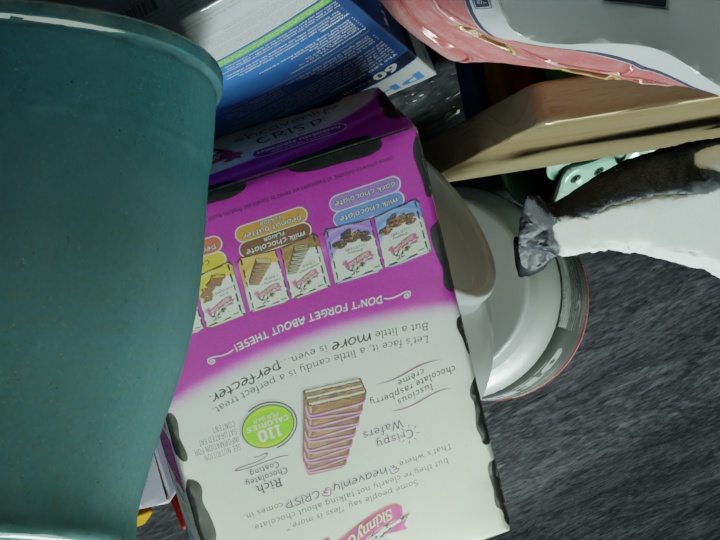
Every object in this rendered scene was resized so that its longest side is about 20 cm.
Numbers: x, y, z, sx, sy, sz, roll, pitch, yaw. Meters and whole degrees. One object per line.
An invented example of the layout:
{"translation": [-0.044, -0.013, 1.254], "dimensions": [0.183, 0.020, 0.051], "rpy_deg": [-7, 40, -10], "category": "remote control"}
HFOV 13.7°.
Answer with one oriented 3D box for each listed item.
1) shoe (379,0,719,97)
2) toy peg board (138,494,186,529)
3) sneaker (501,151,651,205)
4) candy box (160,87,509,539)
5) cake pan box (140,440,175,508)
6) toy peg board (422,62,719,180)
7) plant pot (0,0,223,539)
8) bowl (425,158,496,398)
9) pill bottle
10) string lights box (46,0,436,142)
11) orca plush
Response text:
{"translation": [0.105, -0.115, 1.266], "dimensions": [0.199, 0.072, 0.091], "rpy_deg": [6, -178, -36], "category": "shoe"}
{"translation": [-0.108, 0.095, 1.715], "dimensions": [0.198, 0.098, 0.200], "rpy_deg": [-18, 163, -24], "category": "toy peg board"}
{"translation": [0.156, -0.086, 1.566], "dimensions": [0.118, 0.074, 0.200], "rpy_deg": [-20, 167, -40], "category": "sneaker"}
{"translation": [-0.025, 0.038, 1.283], "dimensions": [0.136, 0.201, 0.061], "rpy_deg": [-18, -155, -9], "category": "candy box"}
{"translation": [-0.162, 0.083, 1.473], "dimensions": [0.199, 0.053, 0.184], "rpy_deg": [-12, -166, 15], "category": "cake pan box"}
{"translation": [0.139, -0.115, 1.413], "dimensions": [0.199, 0.098, 0.199], "rpy_deg": [-9, 176, -15], "category": "toy peg board"}
{"translation": [-0.150, 0.017, 1.116], "dimensions": [0.199, 0.189, 0.200], "rpy_deg": [-1, 168, 0], "category": "plant pot"}
{"translation": [0.000, 0.000, 1.400], "dimensions": [0.090, 0.202, 0.201], "rpy_deg": [-38, 160, 24], "category": "bowl"}
{"translation": [0.058, 0.014, 1.630], "dimensions": [0.113, 0.114, 0.200], "rpy_deg": [-28, 173, 9], "category": "pill bottle"}
{"translation": [-0.048, -0.103, 1.236], "dimensions": [0.102, 0.059, 0.200], "rpy_deg": [-28, 164, 10], "category": "string lights box"}
{"translation": [0.170, -0.028, 1.428], "dimensions": [0.199, 0.106, 0.071], "rpy_deg": [-13, -152, 3], "category": "orca plush"}
